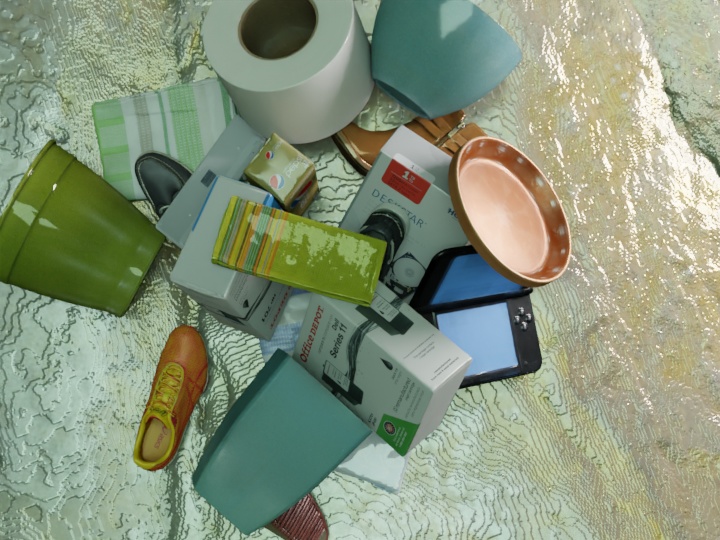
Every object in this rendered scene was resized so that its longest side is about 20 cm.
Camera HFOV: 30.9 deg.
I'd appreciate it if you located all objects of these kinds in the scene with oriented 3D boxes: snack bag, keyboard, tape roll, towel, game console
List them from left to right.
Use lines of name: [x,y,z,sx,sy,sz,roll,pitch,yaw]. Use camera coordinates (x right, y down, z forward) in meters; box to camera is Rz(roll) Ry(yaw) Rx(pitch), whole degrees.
towel: [-0.261,-0.178,1.781,0.199,0.031,0.150,-11,85,1]
keyboard: [-0.197,-0.117,1.734,0.056,0.011,0.200,38,66,-13]
tape roll: [-0.090,-0.285,1.697,0.202,0.139,0.204,-6,66,13]
towel: [-0.073,-0.023,1.557,0.199,0.018,0.086,16,79,-4]
towel: [-0.061,0.107,1.757,0.146,0.024,0.201,-11,86,2]
snack bag: [-0.009,0.177,1.729,0.188,0.021,0.201,18,90,4]
game console: [0.166,0.056,1.666,0.199,0.116,0.177,-8,86,-29]

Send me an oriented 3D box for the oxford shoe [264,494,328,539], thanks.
oxford shoe: [-0.128,0.305,1.733,0.200,0.075,0.071,44,50,-8]

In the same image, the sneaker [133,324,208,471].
sneaker: [-0.249,0.171,1.732,0.073,0.077,0.201,12,85,4]

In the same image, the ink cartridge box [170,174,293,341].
ink cartridge box: [-0.149,-0.012,1.664,0.086,0.200,0.147,19,77,20]

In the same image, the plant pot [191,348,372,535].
plant pot: [-0.111,0.222,1.632,0.141,0.141,0.200,42,84,-7]

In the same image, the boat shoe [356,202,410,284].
boat shoe: [0.000,0.000,1.665,0.075,0.060,0.200,28,130,9]

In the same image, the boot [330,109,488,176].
boot: [0.064,-0.180,1.747,0.200,0.077,0.155,42,85,8]

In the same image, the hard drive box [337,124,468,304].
hard drive box: [0.063,-0.061,1.681,0.156,0.077,0.200,33,130,4]

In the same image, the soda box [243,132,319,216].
soda box: [-0.100,-0.115,1.684,0.068,0.200,0.064,38,84,4]

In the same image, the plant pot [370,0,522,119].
plant pot: [0.091,-0.277,1.690,0.200,0.200,0.135,34,88,4]

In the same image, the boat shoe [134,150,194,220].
boat shoe: [-0.234,-0.077,1.743,0.073,0.063,0.200,-37,94,10]

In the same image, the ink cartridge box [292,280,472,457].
ink cartridge box: [0.021,0.108,1.609,0.200,0.147,0.083,40,50,19]

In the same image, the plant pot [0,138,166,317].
plant pot: [-0.366,-0.037,1.707,0.192,0.200,0.201,29,87,-8]

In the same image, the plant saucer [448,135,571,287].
plant saucer: [0.180,-0.070,1.595,0.032,0.200,0.201,-34,84,39]
